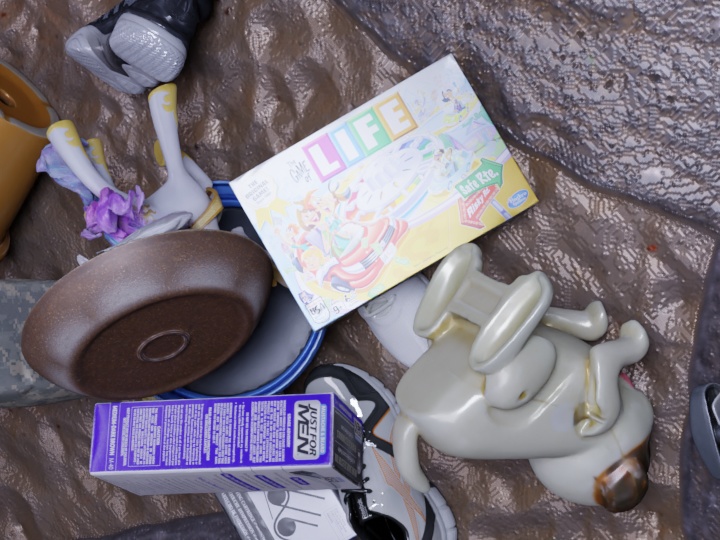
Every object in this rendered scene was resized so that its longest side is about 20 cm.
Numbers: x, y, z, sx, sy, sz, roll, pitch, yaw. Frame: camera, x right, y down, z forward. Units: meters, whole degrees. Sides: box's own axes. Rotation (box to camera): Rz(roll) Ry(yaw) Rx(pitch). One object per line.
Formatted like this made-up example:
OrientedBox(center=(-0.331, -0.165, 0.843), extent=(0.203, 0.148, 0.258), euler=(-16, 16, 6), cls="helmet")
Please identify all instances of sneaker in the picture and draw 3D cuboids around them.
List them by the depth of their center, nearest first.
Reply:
OrientedBox(center=(0.000, 0.000, 1.044), extent=(0.070, 0.080, 0.200), euler=(-32, 87, 31), cls="sneaker")
OrientedBox(center=(0.009, 0.170, 1.084), extent=(0.074, 0.080, 0.200), euler=(-37, 81, 34), cls="sneaker")
OrientedBox(center=(-0.182, -0.219, 1.097), extent=(0.200, 0.075, 0.114), euler=(7, 64, 59), cls="sneaker")

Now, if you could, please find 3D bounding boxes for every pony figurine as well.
OrientedBox(center=(-0.169, -0.037, 1.012), extent=(0.200, 0.193, 0.167), euler=(54, 145, 15), cls="pony figurine")

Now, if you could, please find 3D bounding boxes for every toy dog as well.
OrientedBox(center=(0.137, 0.103, 0.936), extent=(0.140, 0.200, 0.194), euler=(10, 70, 61), cls="toy dog")

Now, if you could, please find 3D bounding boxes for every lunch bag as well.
OrientedBox(center=(-0.321, 0.072, 1.174), extent=(0.200, 0.164, 0.118), euler=(-20, 74, 55), cls="lunch bag")

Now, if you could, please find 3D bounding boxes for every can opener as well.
OrientedBox(center=(0.304, 0.173, 0.937), extent=(0.067, 0.053, 0.200), euler=(-19, 94, 65), cls="can opener")

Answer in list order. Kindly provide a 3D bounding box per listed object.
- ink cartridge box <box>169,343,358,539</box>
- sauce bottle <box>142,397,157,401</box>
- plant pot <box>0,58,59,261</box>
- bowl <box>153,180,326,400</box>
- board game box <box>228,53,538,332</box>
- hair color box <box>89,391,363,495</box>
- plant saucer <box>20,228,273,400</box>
OrientedBox(center=(-0.089, 0.167, 1.117), extent=(0.094, 0.044, 0.200), euler=(-31, 83, 3), cls="ink cartridge box")
OrientedBox(center=(-0.181, 0.041, 1.172), extent=(0.066, 0.066, 0.200), euler=(0, 101, 30), cls="sauce bottle")
OrientedBox(center=(-0.387, -0.105, 1.190), extent=(0.183, 0.200, 0.200), euler=(-45, 79, 16), cls="plant pot")
OrientedBox(center=(-0.120, 0.024, 1.094), extent=(0.200, 0.039, 0.201), euler=(-2, 80, 10), cls="bowl")
OrientedBox(center=(0.018, -0.059, 0.984), extent=(0.200, 0.034, 0.135), euler=(-31, 86, 0), cls="board game box")
OrientedBox(center=(-0.106, 0.143, 1.032), extent=(0.200, 0.109, 0.065), euler=(-2, 71, 12), cls="hair color box")
OrientedBox(center=(-0.154, 0.045, 0.963), extent=(0.200, 0.200, 0.037), euler=(-45, 57, 31), cls="plant saucer")
